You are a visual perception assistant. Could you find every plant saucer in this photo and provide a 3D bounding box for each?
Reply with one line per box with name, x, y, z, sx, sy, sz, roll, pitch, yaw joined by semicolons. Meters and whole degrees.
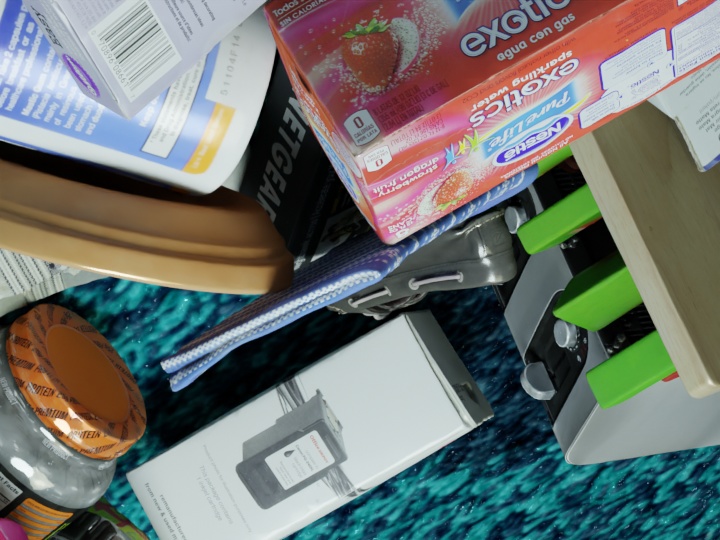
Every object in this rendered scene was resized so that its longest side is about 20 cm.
plant saucer;-0.127;-0.031;1.293;0.199;0.200;0.038;7;101;-38

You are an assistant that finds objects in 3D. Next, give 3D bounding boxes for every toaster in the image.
toaster;0.177;0.004;1.569;0.199;0.182;0.119;-7;148;-26

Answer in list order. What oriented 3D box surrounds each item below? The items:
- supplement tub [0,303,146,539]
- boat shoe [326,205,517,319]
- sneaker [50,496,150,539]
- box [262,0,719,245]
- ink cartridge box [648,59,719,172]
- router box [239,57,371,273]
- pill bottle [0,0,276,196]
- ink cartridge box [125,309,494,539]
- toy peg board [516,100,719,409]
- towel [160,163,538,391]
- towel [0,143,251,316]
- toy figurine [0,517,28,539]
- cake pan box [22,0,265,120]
supplement tub;-0.226;0.115;1.509;0.200;0.123;0.122;-38;145;19
boat shoe;0.026;0.003;1.503;0.067;0.057;0.200;-26;179;-29
sneaker;-0.162;0.175;1.571;0.090;0.200;0.078;38;91;-30
box;0.067;-0.113;1.212;0.199;0.096;0.100;-30;154;-4
ink cartridge box;0.203;-0.184;1.360;0.199;0.041;0.200;-41;132;-10
router box;0.017;-0.088;1.392;0.149;0.051;0.200;-28;160;-25
pill bottle;-0.149;-0.113;1.230;0.199;0.112;0.112;17;132;-20
ink cartridge box;-0.027;0.105;1.610;0.199;0.084;0.145;-30;177;7
toy peg board;0.178;-0.029;1.453;0.199;0.201;0.098;-16;168;-45
towel;0.000;0.000;1.329;0.144;0.024;0.200;-27;-176;32
towel;-0.155;-0.052;1.405;0.192;0.035;0.200;-23;147;-4
toy figurine;-0.253;0.198;1.398;0.184;0.151;0.200;-32;176;3
cake pan box;-0.085;-0.192;1.131;0.184;0.052;0.200;-42;127;-13
